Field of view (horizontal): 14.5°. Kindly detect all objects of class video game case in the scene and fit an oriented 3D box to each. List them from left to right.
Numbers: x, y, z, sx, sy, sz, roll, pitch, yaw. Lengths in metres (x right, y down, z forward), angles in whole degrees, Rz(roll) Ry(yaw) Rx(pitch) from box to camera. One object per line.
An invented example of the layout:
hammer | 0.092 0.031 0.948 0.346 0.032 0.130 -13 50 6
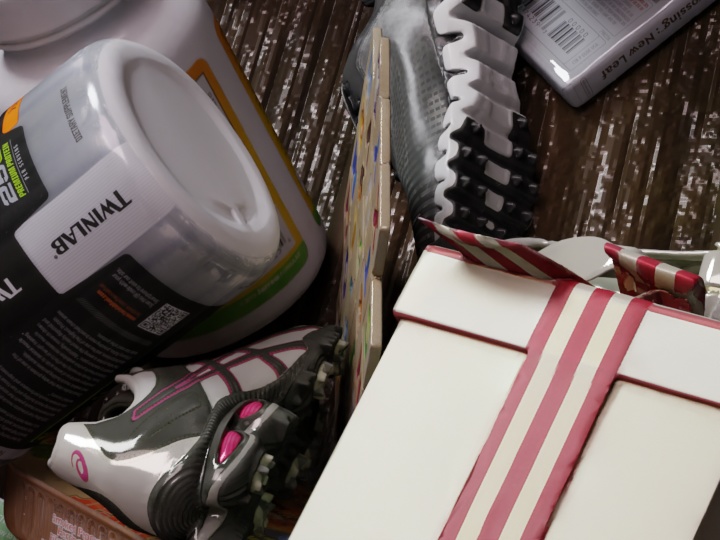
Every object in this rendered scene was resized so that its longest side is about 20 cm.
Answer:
video game case | 0.122 -0.193 1.415 0.182 0.022 0.200 -38 49 -3

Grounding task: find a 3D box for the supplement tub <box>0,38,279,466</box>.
supplement tub | -0.143 0.003 1.207 0.200 0.122 0.123 -36 47 18

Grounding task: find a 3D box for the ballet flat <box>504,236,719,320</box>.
ballet flat | 0.140 0.015 1.229 0.199 0.070 0.070 2 58 27

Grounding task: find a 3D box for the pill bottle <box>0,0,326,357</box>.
pill bottle | -0.103 -0.068 1.303 0.111 0.201 0.111 -20 31 13

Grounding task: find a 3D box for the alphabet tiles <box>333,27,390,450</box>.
alphabet tiles | 0.000 0.000 1.231 0.006 0.200 0.167 3 55 -5

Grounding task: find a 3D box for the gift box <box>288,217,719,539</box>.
gift box | 0.076 0.096 1.124 0.199 0.185 0.187 19 67 26

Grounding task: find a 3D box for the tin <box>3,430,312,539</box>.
tin | -0.078 0.112 1.228 0.200 0.112 0.042 22 106 49

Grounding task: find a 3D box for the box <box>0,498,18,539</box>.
box | -0.198 0.196 1.283 0.144 0.036 0.201 19 68 34

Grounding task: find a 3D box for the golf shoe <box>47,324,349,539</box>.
golf shoe | -0.061 0.058 1.191 0.088 0.200 0.078 18 105 9

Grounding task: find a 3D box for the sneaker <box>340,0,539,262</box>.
sneaker | 0.033 -0.069 1.345 0.090 0.066 0.201 -19 59 36
